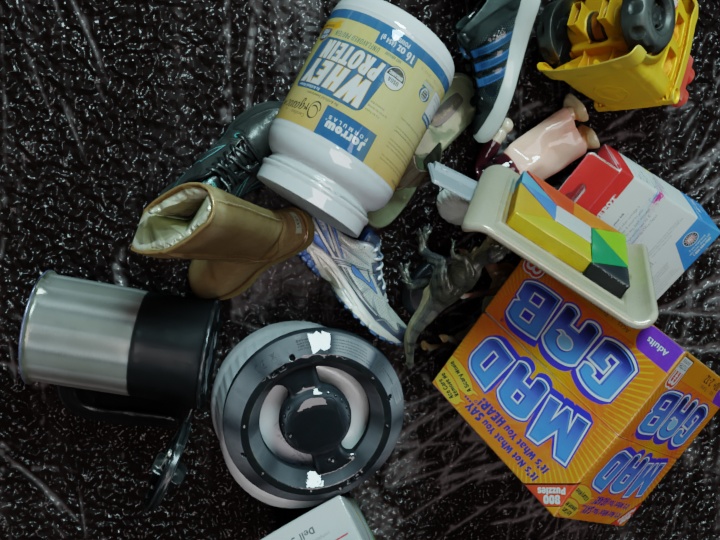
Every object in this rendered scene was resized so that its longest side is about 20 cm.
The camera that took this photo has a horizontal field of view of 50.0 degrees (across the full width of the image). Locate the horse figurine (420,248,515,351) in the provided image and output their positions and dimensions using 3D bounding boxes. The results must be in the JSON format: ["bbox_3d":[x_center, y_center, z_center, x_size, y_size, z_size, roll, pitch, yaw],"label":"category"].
[{"bbox_3d":[0.150,0.051,0.915,0.130,0.050,0.204,3,119,-28],"label":"horse figurine"}]

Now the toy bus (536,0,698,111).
[{"bbox_3d":[0.307,-0.273,0.842,0.190,0.134,0.205,24,79,-36],"label":"toy bus"}]

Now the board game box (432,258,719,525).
[{"bbox_3d":[0.243,0.127,0.848,0.198,0.200,0.202,26,105,-48],"label":"board game box"}]

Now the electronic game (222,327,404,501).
[{"bbox_3d":[-0.048,0.156,0.820,0.194,0.042,0.205,-4,111,-10],"label":"electronic game"}]

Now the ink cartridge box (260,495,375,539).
[{"bbox_3d":[-0.050,0.314,0.880,0.115,0.200,0.068,-29,72,-4],"label":"ink cartridge box"}]

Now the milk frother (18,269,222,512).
[{"bbox_3d":[-0.249,0.119,0.780,0.183,0.201,0.185,9,111,-4],"label":"milk frother"}]

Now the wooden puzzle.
[{"bbox_3d":[0.204,-0.038,0.775,0.197,0.186,0.038,28,119,3],"label":"wooden puzzle"}]

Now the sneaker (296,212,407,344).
[{"bbox_3d":[0.000,0.000,0.877,0.085,0.077,0.201,-43,109,-3],"label":"sneaker"}]

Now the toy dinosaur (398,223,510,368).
[{"bbox_3d":[0.083,0.009,0.850,0.088,0.047,0.201,49,117,22],"label":"toy dinosaur"}]

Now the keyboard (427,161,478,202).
[{"bbox_3d":[0.161,-0.065,0.837,0.196,0.057,0.011,24,120,-12],"label":"keyboard"}]

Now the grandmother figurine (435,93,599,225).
[{"bbox_3d":[0.178,-0.114,0.894,0.197,0.061,0.123,-30,100,0],"label":"grandmother figurine"}]

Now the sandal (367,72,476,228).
[{"bbox_3d":[0.062,-0.138,0.860,0.079,0.057,0.202,38,92,-22],"label":"sandal"}]

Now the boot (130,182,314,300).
[{"bbox_3d":[-0.154,-0.025,0.758,0.173,0.199,0.067,-32,77,20],"label":"boot"}]

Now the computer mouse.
[{"bbox_3d":[0.131,-0.013,0.926,0.197,0.034,0.059,-33,104,-9],"label":"computer mouse"}]

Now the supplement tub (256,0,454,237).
[{"bbox_3d":[-0.006,-0.153,0.784,0.143,0.144,0.203,29,87,-17],"label":"supplement tub"}]

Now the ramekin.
[{"bbox_3d":[-0.074,0.170,0.892,0.195,0.098,0.206,-3,105,-11],"label":"ramekin"}]

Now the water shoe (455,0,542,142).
[{"bbox_3d":[0.135,-0.238,0.817,0.077,0.072,0.204,14,122,2],"label":"water shoe"}]

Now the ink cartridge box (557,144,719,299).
[{"bbox_3d":[0.303,-0.063,0.907,0.197,0.068,0.117,27,120,-17],"label":"ink cartridge box"}]

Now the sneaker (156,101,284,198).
[{"bbox_3d":[-0.140,-0.099,0.820,0.200,0.079,0.075,-45,107,0],"label":"sneaker"}]
